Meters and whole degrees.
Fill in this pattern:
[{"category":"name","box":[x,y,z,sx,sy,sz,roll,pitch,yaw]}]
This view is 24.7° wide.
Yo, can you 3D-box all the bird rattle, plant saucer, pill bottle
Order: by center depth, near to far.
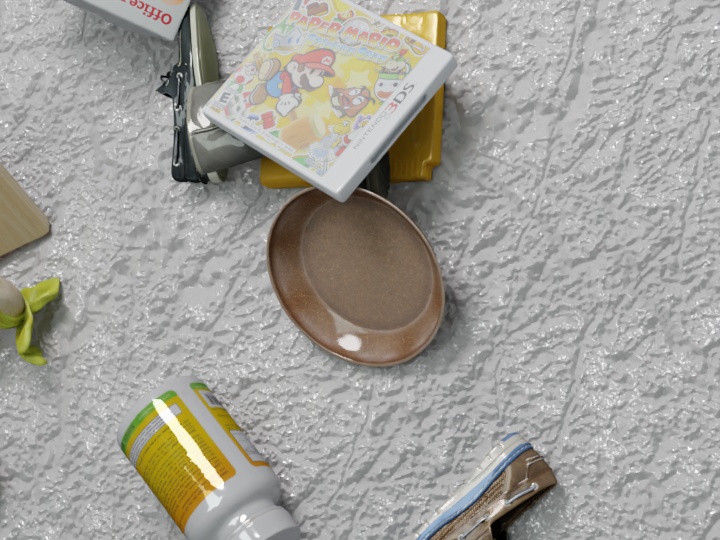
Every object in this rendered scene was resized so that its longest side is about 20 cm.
[{"category":"plant saucer","box":[0.000,0.000,1.635,0.200,0.037,0.201,14,122,23]},{"category":"pill bottle","box":[-0.151,0.214,1.673,0.111,0.111,0.200,-47,65,12]},{"category":"bird rattle","box":[-0.438,0.036,1.829,0.199,0.163,0.113,3,64,18]}]

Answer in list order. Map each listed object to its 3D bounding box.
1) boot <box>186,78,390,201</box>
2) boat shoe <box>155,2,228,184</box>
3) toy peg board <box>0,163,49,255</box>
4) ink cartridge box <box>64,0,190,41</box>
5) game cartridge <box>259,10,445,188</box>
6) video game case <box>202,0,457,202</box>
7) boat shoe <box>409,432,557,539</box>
[{"category":"boot","box":[-0.075,-0.132,1.669,0.199,0.073,0.182,-12,62,8]},{"category":"boat shoe","box":[-0.189,-0.189,1.781,0.066,0.074,0.200,-9,87,13]},{"category":"toy peg board","box":[-0.490,-0.099,1.864,0.199,0.200,0.098,-24,41,12]},{"category":"ink cartridge box","box":[-0.251,-0.370,1.777,0.145,0.145,0.201,27,95,55]},{"category":"game cartridge","box":[-0.009,-0.177,1.712,0.199,0.032,0.177,-2,81,27]},{"category":"video game case","box":[-0.033,-0.181,1.627,0.200,0.023,0.182,32,77,33]},{"category":"boat shoe","box":[0.107,0.251,1.560,0.072,0.072,0.200,42,101,24]}]
